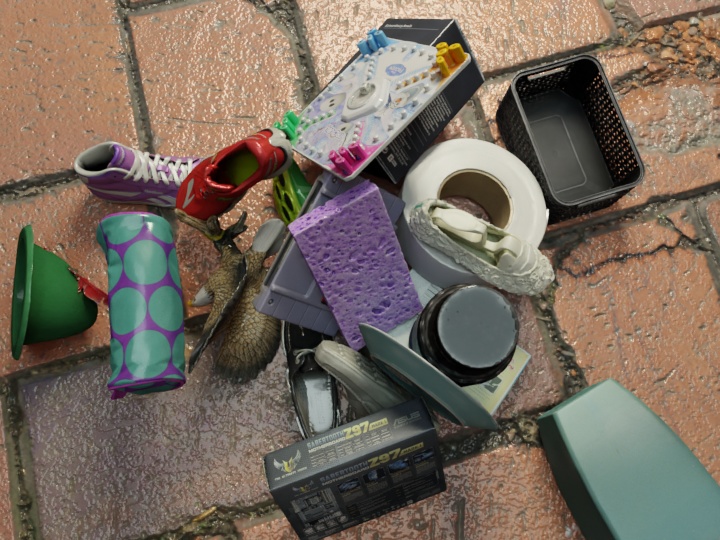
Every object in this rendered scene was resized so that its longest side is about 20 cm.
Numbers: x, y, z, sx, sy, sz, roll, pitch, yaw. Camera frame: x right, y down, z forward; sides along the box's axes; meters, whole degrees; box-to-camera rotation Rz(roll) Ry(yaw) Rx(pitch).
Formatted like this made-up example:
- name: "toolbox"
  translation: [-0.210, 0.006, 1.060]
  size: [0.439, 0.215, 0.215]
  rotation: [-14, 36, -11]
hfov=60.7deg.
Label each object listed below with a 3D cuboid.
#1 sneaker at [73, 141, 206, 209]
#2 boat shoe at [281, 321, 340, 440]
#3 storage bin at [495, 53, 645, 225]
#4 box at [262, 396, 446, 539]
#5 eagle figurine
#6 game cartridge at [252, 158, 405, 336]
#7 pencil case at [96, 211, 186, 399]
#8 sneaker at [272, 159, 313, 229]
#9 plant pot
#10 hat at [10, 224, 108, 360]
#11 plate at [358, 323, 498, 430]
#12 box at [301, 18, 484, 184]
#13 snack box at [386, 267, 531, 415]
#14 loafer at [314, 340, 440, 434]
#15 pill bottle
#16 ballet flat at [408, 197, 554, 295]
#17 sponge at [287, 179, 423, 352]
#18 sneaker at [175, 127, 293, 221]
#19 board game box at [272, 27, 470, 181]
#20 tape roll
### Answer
- name: "sneaker"
  translation: [-0.283, -0.132, 0.834]
  size: [0.198, 0.114, 0.073]
  rotation: [-5, 76, -4]
- name: "boat shoe"
  translation: [-0.065, 0.134, 0.808]
  size: [0.073, 0.060, 0.202]
  rotation: [-6, 78, -2]
- name: "storage bin"
  translation: [0.290, -0.182, 0.868]
  size: [0.134, 0.094, 0.202]
  rotation: [-16, 80, -5]
- name: "box"
  translation: [0.000, 0.244, 0.738]
  size: [0.198, 0.158, 0.051]
  rotation: [-20, 45, -5]
- name: "eagle figurine"
  translation: [-0.166, 0.034, 0.793]
  size: [0.151, 0.151, 0.201]
  rotation: [-1, 61, -33]
- name: "game cartridge"
  translation: [-0.034, -0.021, 0.764]
  size: [0.129, 0.038, 0.201]
  rotation: [23, 99, -34]
- name: "pencil case"
  translation: [-0.253, 0.040, 0.706]
  size: [0.092, 0.085, 0.202]
  rotation: [-13, 76, 15]
- name: "sneaker"
  translation: [-0.057, -0.079, 0.858]
  size: [0.083, 0.074, 0.201]
  rotation: [-27, 77, -31]
- name: "plant pot"
  translation: [0.319, 0.246, 0.759]
  size: [0.140, 0.142, 0.201]
  rotation: [-28, 73, -7]
- name: "hat"
  translation: [-0.358, 0.042, 0.818]
  size: [0.175, 0.166, 0.201]
  rotation: [5, 45, -34]
- name: "plate"
  translation: [0.071, 0.132, 0.720]
  size: [0.200, 0.200, 0.026]
  rotation: [36, 79, 6]
- name: "box"
  translation: [0.043, -0.235, 0.833]
  size: [0.200, 0.104, 0.148]
  rotation: [-48, 39, -10]
- name: "snack box"
  translation: [0.116, 0.103, 0.830]
  size: [0.199, 0.037, 0.116]
  rotation: [37, 80, 7]
- name: "loafer"
  translation: [0.015, 0.165, 0.777]
  size: [0.200, 0.070, 0.070]
  rotation: [41, 97, -15]
- name: "pill bottle"
  translation: [0.118, 0.078, 0.714]
  size: [0.111, 0.200, 0.113]
  rotation: [0, 77, -1]
- name: "ballet flat"
  translation: [0.151, -0.030, 0.747]
  size: [0.199, 0.072, 0.072]
  rotation: [25, 78, 1]
- name: "sponge"
  translation: [0.000, 0.000, 0.749]
  size: [0.111, 0.201, 0.030]
  rotation: [-29, 37, -6]
- name: "sneaker"
  translation: [-0.177, -0.118, 0.774]
  size: [0.199, 0.085, 0.077]
  rotation: [-29, 96, 31]
- name: "board game box"
  translation: [0.002, -0.211, 0.741]
  size: [0.200, 0.026, 0.200]
  rotation: [-45, 39, -5]
- name: "tape roll"
  translation: [0.147, -0.075, 0.836]
  size: [0.200, 0.071, 0.204]
  rotation: [3, 68, -7]
